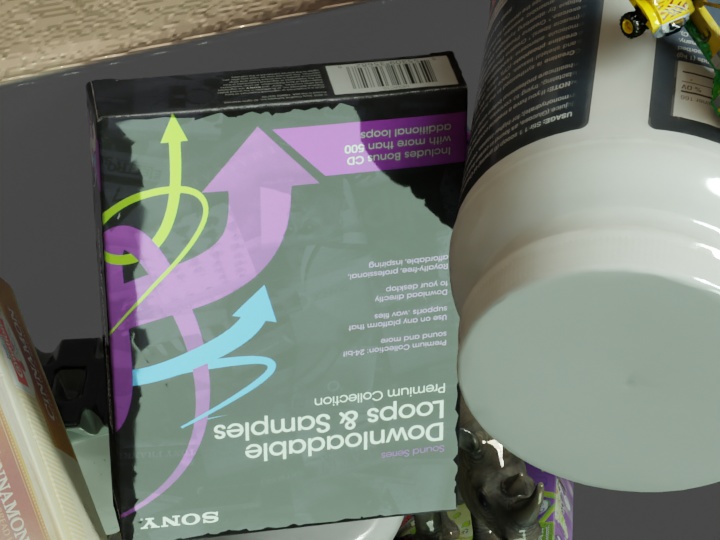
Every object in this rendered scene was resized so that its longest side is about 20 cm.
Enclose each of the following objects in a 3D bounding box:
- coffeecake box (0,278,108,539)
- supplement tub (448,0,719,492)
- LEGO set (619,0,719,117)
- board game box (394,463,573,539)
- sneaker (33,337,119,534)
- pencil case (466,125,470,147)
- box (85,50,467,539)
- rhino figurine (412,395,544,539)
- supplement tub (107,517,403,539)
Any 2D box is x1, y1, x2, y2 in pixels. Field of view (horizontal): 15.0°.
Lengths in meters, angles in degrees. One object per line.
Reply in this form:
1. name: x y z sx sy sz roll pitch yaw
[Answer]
1. coffeecake box: -0.217 0.105 1.125 0.199 0.154 0.073 -25 161 6
2. supplement tub: 0.108 -0.033 1.020 0.140 0.200 0.141 6 139 6
3. LEGO set: 0.185 -0.142 0.952 0.199 0.154 0.116 -15 159 -30
4. board game box: 0.055 0.126 1.463 0.120 0.032 0.200 -23 -159 15
5. sneaker: -0.091 0.075 1.203 0.199 0.074 0.089 1 137 18
6. pencil case: 0.000 0.000 1.197 0.092 0.085 0.200 -51 174 -28
7. box: -0.031 0.015 1.079 0.142 0.036 0.201 -6 123 -8
8. rhino figurine: 0.044 0.097 1.335 0.060 0.088 0.200 -5 -177 -20
9. supplement tub: -0.066 0.123 1.348 0.144 0.145 0.200 -15 158 -23
